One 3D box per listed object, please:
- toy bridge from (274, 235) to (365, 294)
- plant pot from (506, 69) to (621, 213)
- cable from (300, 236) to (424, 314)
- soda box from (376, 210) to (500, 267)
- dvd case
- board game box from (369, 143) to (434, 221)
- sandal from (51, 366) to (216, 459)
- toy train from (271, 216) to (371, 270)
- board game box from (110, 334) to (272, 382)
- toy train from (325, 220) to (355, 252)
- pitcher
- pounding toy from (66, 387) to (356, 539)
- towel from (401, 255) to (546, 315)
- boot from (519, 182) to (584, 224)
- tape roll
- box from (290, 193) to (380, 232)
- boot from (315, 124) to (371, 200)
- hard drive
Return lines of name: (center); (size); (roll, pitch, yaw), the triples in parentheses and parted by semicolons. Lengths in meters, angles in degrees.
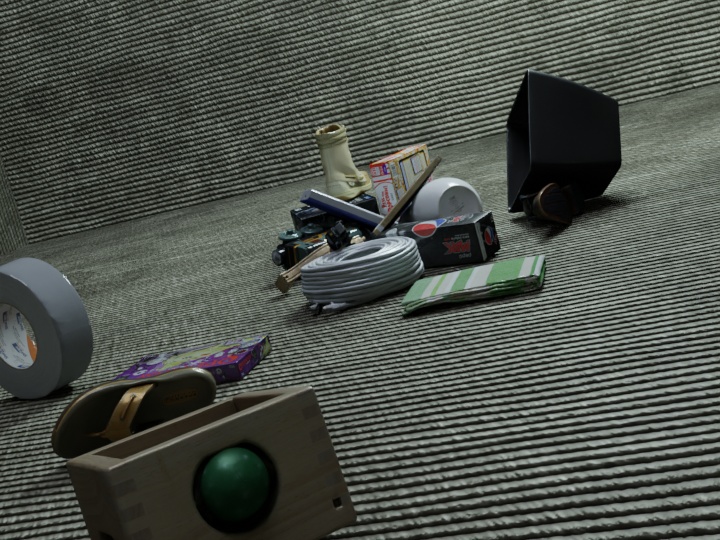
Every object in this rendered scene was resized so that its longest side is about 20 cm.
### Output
toy bridge: (-0.063, -0.023, 1.864); (0.199, 0.027, 0.067); (-28, -18, -37)
plant pot: (0.373, -0.227, 1.917); (0.176, 0.201, 0.200); (4, -21, -2)
cable: (0.000, 0.000, 1.668); (0.199, 0.070, 0.200); (-16, 11, -7)
soda box: (0.128, -0.047, 1.734); (0.199, 0.071, 0.063); (-7, 16, 38)
dvd case: (0.066, -0.108, 1.881); (0.200, 0.016, 0.149); (-51, -2, -23)
board game box: (0.098, -0.173, 2.204); (0.046, 0.153, 0.200); (-8, 12, 30)
sandal: (-0.253, 0.165, 1.195); (0.199, 0.081, 0.054); (-15, 31, -23)
toy train: (-0.069, -0.043, 1.978); (0.199, 0.086, 0.114); (-20, 25, -39)
board game box: (-0.232, 0.132, 1.428); (0.199, 0.033, 0.120); (-11, 16, 18)
toy train: (-0.030, -0.036, 1.793); (0.046, 0.034, 0.200); (-37, -16, -4)
pitcher: (0.121, -0.083, 1.861); (0.171, 0.122, 0.200); (-38, 7, -16)
pounding toy: (-0.111, 0.182, 0.746); (0.183, 0.143, 0.200); (-19, 1, -26)
towel: (0.163, 0.019, 1.486); (0.199, 0.024, 0.153); (-13, 10, 16)
boot: (0.315, -0.105, 1.812); (0.096, 0.075, 0.200); (-19, -3, 30)
tape roll: (-0.489, 0.086, 1.537); (0.199, 0.202, 0.066); (-7, 14, 35)
box: (-0.051, -0.101, 2.209); (0.163, 0.087, 0.200); (-17, 11, -7)
boot: (-0.037, -0.234, 2.217); (0.072, 0.157, 0.200); (-10, 11, 21)
hard drive: (-0.015, -0.110, 2.043); (0.199, 0.026, 0.132); (21, -1, -10)
